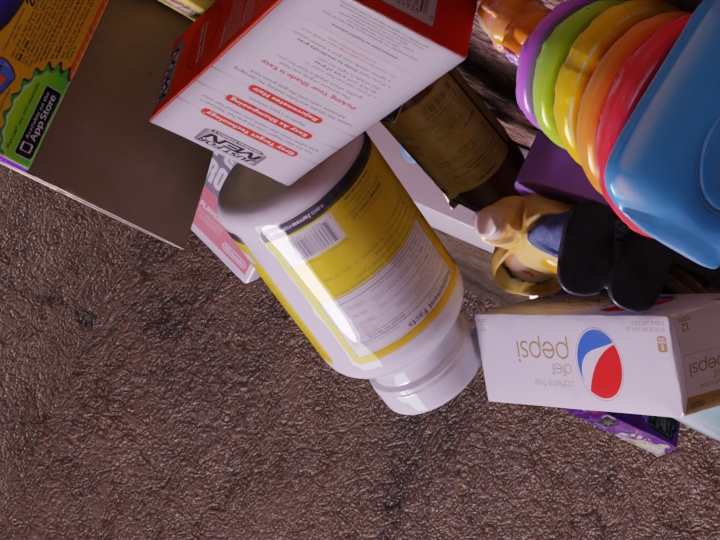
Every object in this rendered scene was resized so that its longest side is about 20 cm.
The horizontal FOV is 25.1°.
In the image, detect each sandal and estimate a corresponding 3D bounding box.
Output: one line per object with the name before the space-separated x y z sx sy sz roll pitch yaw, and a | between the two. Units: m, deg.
sandal | 0.207 0.024 1.124 0.080 0.054 0.200 26 177 -19

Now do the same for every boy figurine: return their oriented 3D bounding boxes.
boy figurine | 0.125 -0.014 1.042 0.124 0.065 0.200 16 177 -13

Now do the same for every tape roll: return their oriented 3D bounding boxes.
tape roll | 0.206 -0.045 1.089 0.199 0.066 0.200 25 177 2

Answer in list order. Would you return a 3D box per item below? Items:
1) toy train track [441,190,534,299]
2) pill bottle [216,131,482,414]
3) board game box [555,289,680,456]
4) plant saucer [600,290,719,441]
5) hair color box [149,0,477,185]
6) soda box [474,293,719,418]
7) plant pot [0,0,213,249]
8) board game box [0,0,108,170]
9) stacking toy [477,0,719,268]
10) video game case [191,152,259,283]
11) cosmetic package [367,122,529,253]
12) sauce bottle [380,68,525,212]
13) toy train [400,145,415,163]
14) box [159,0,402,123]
toy train track | 0.114 -0.050 1.229 0.032 0.115 0.201 -15 112 32
pill bottle | 0.000 0.000 1.086 0.200 0.112 0.112 54 163 -29
board game box | 0.204 0.030 1.255 0.120 0.201 0.032 28 147 -22
plant saucer | 0.233 0.076 1.154 0.199 0.036 0.200 26 -167 -6
hair color box | -0.029 -0.123 0.903 0.101 0.062 0.200 24 152 -23
soda box | 0.159 0.052 1.036 0.068 0.064 0.200 -13 -175 -30
plant pot | -0.158 -0.144 1.048 0.186 0.201 0.187 24 177 1
board game box | -0.264 -0.203 0.871 0.199 0.201 0.200 24 177 30
stacking toy | 0.117 -0.094 0.779 0.116 0.110 0.200 24 -170 -42
video game case | -0.089 -0.106 1.148 0.143 0.200 0.017 44 -139 16
cosmetic package | 0.096 -0.070 1.388 0.199 0.085 0.108 25 177 17
sauce bottle | 0.074 -0.082 1.135 0.066 0.066 0.200 22 160 51
toy train | -0.007 -0.120 1.228 0.199 0.056 0.150 -18 -131 -34
box | -0.049 -0.167 0.994 0.199 0.076 0.050 28 174 -33
